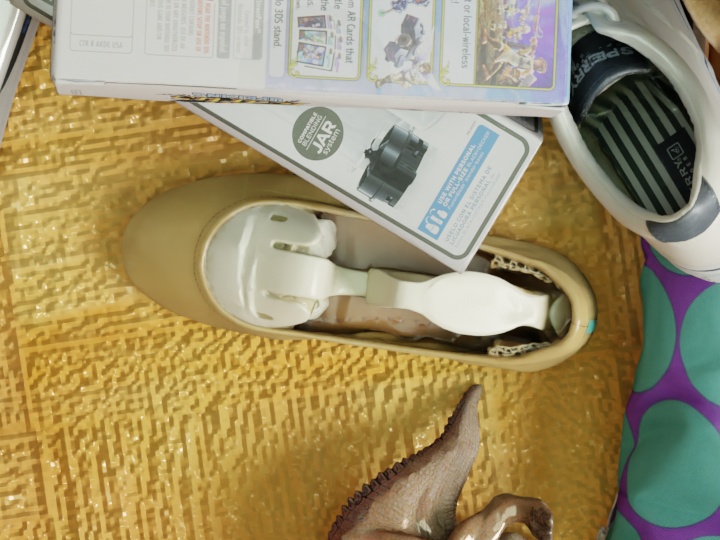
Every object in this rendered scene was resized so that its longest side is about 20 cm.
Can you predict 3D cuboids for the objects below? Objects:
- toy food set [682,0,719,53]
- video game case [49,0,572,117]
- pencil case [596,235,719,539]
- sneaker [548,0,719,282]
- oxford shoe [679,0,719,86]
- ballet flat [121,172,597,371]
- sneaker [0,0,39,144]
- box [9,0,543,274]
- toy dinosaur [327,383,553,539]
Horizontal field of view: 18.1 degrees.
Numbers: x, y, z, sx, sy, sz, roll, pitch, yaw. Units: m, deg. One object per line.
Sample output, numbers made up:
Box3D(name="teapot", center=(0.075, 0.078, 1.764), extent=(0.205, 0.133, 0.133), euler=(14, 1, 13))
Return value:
Box3D(name="toy food set", center=(0.195, -0.120, 0.737), extent=(0.197, 0.049, 0.200), euler=(-29, 127, 20))
Box3D(name="video game case", center=(-0.014, -0.159, 0.796), extent=(0.180, 0.045, 0.202), euler=(3, 89, -3))
Box3D(name="pencil case", center=(0.141, 0.039, 0.907), extent=(0.092, 0.085, 0.202), euler=(5, 94, 27))
Box3D(name="sneaker", center=(0.092, -0.086, 0.852), extent=(0.073, 0.071, 0.200), euler=(-41, 60, 11))
Box3D(name="oxford shoe", center=(0.163, -0.162, 0.902), extent=(0.071, 0.071, 0.202), euler=(11, 93, -7))
Box3D(name="ballet flat", center=(0.000, 0.000, 0.914), extent=(0.198, 0.063, 0.069), euler=(7, 94, -1))
Box3D(name="sneaker", center=(-0.198, -0.073, 0.907), extent=(0.111, 0.073, 0.201), euler=(19, 86, 1))
Box3D(name="box", center=(-0.028, -0.086, 0.877), extent=(0.199, 0.117, 0.060), euler=(31, 104, -2))
Box3D(name="toy dinosaur", center=(0.011, 0.146, 0.919), extent=(0.134, 0.086, 0.202), euler=(2, 89, 6))
